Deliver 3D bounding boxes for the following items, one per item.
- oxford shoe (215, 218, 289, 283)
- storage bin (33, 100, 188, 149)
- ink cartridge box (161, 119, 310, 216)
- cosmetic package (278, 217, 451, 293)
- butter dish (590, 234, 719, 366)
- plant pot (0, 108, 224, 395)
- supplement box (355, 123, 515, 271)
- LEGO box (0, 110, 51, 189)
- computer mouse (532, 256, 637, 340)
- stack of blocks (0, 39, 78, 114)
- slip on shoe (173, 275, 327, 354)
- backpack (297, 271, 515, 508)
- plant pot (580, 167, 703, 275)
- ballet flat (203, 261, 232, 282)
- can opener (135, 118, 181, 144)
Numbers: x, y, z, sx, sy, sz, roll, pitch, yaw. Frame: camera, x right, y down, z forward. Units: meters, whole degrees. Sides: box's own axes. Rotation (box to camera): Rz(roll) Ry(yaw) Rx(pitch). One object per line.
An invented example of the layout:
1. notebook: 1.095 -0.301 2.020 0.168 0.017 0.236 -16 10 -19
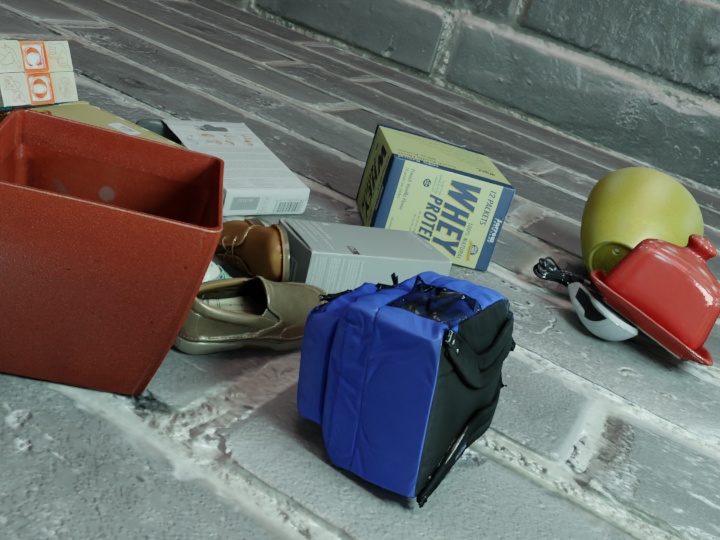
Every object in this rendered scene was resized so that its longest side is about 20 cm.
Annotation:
1. oxford shoe: -0.131 -0.021 1.010 0.070 0.073 0.199 -2 8 -24
2. storage bin: -0.338 -0.135 1.106 0.197 0.095 0.198 25 21 19
3. ink cartridge box: -0.191 -0.155 1.298 0.159 0.051 0.200 -5 38 -45
4. cosmetic package: 0.000 0.000 1.054 0.196 0.092 0.107 0 24 -31
5. butter dish: 0.437 0.018 1.211 0.198 0.149 0.199 38 14 16
6. plant pot: -0.234 -0.010 0.760 0.196 0.180 0.201 12 21 -13
7. supplement box: 0.110 -0.118 1.363 0.196 0.137 0.201 13 21 -12
8. LEGO box: -0.411 -0.109 0.870 0.195 0.079 0.149 -9 12 -9
9. computer mouse: 0.324 0.051 1.243 0.108 0.044 0.201 29 15 -21
10. stack of blocks: -0.386 -0.179 0.843 0.197 0.060 0.115 0 14 33
11. slip on shoe: -0.102 0.036 0.887 0.197 0.061 0.077 -2 49 -39
12. backpack: 0.049 0.078 0.793 0.166 0.166 0.199 24 22 26
13. plant pot: 0.436 -0.043 1.409 0.197 0.203 0.142 26 47 21
14. ballet flat: -0.207 0.000 0.912 0.197 0.076 0.074 2 26 -36
15. can opener: -0.249 -0.177 1.328 0.196 0.068 0.053 12 20 -28
